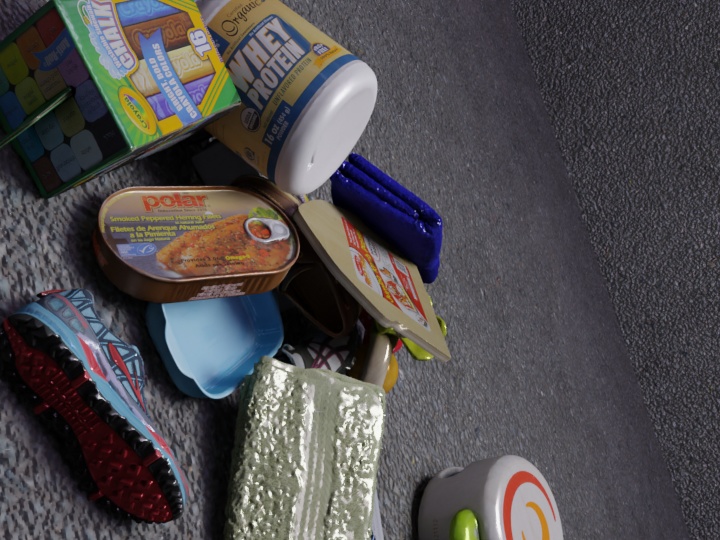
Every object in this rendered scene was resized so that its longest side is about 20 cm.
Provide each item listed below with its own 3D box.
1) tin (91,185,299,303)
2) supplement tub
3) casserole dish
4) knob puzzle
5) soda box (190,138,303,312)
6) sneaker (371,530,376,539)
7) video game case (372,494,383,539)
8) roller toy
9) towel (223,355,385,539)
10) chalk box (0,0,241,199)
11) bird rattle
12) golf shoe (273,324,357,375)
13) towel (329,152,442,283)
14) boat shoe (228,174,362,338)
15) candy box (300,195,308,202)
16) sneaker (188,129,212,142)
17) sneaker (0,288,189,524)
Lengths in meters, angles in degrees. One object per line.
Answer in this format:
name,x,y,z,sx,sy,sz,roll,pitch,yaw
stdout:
tin,-0.147,-0.026,0.767,0.197,0.042,0.113,-4,56,-40
supplement tub,-0.097,-0.185,0.819,0.199,0.146,0.144,37,24,9
casserole dish,-0.141,0.050,0.812,0.123,0.038,0.200,65,24,-7
knob puzzle,0.000,0.000,0.879,0.219,0.030,0.221,41,19,-17
soda box,-0.102,-0.060,0.936,0.202,0.067,0.064,61,25,-16
sneaker,-0.010,0.290,0.822,0.078,0.069,0.203,58,13,-73
video game case,-0.031,0.258,0.892,0.182,0.022,0.204,28,47,-54
roller toy,0.166,0.342,1.084,0.201,0.138,0.184,51,40,-23
towel,-0.050,0.189,0.768,0.146,0.036,0.204,13,70,-17
chalk box,-0.218,-0.148,0.692,0.200,0.123,0.126,-40,107,-55
bird rattle,0.015,0.094,1.008,0.111,0.200,0.166,22,75,-9
golf shoe,-0.054,0.099,0.892,0.088,0.077,0.201,37,19,-17
towel,0.035,-0.059,0.989,0.146,0.050,0.200,31,-11,11
boat shoe,-0.068,-0.013,0.875,0.201,0.072,0.068,51,16,-13
candy box,-0.091,-0.075,1.021,0.202,0.026,0.103,62,22,-16
sneaker,-0.144,-0.205,0.965,0.081,0.070,0.200,63,26,-4
sneaker,-0.183,0.099,0.643,0.202,0.078,0.096,61,24,-16
